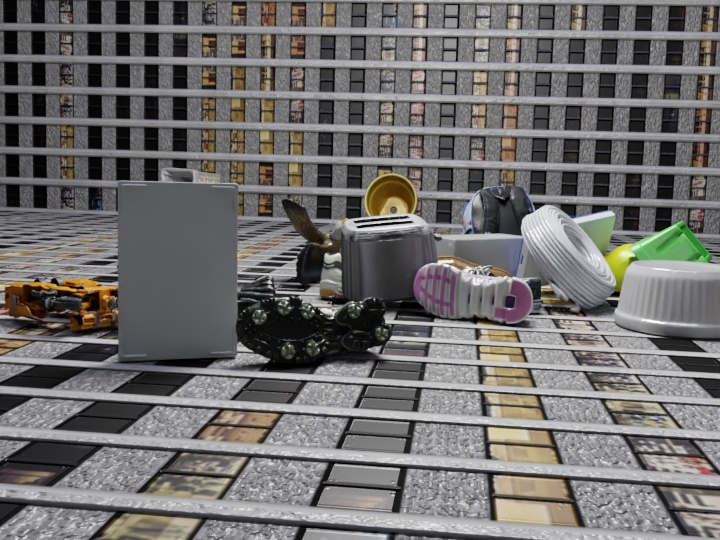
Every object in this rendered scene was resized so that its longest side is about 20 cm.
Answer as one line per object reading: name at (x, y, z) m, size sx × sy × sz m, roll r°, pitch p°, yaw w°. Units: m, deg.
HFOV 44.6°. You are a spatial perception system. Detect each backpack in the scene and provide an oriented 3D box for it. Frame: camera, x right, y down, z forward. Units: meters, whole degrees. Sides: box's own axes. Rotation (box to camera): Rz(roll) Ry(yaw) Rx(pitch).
backpack at (0.312, -0.088, 1.965) m, size 0.196 × 0.195 × 0.154 m, roll 0°, pitch -9°, yaw -16°

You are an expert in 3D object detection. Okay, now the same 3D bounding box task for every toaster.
toaster at (0.039, -0.018, 1.454) m, size 0.196 × 0.132 × 0.114 m, roll -6°, pitch 16°, yaw -6°

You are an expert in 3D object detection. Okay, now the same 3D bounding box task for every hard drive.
hard drive at (0.392, -0.038, 1.686) m, size 0.196 × 0.134 × 0.025 m, roll -12°, pitch 37°, yaw -23°

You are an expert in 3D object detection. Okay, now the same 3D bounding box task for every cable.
cable at (0.361, -0.026, 1.524) m, size 0.069 × 0.202 × 0.199 m, roll -42°, pitch -19°, yaw 25°

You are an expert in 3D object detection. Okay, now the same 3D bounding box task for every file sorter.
file sorter at (-0.228, -0.004, 1.065) m, size 0.136 × 0.205 × 0.124 m, roll -1°, pitch 5°, yaw -19°

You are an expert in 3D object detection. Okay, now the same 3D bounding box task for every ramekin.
ramekin at (0.491, 0.039, 1.339) m, size 0.198 × 0.096 × 0.202 m, roll 2°, pitch 7°, yaw 0°

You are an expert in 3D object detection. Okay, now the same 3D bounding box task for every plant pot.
plant pot at (0.119, -0.240, 3.273) m, size 0.196 × 0.205 × 0.189 m, roll 2°, pitch -9°, yaw 6°

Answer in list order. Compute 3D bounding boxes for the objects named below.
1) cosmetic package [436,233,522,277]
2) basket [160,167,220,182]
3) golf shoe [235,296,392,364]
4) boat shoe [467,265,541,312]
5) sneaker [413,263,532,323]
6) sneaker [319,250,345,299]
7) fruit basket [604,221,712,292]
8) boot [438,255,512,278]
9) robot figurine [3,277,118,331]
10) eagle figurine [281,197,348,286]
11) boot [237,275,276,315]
cosmetic package at (0.228, -0.015, 1.688) m, size 0.197 × 0.109 × 0.090 m, roll 0°, pitch 7°, yaw -32°
basket at (-0.675, -0.300, 3.475) m, size 0.195 × 0.205 × 0.160 m, roll 7°, pitch 6°, yaw 35°
golf shoe at (-0.061, 0.077, 1.056) m, size 0.196 × 0.079 × 0.088 m, roll 1°, pitch -14°, yaw -26°
boat shoe at (0.207, 0.028, 1.472) m, size 0.196 × 0.070 × 0.073 m, roll 5°, pitch 7°, yaw 32°
sneaker at (0.181, 0.039, 1.376) m, size 0.197 × 0.082 × 0.088 m, roll 10°, pitch 3°, yaw 24°
sneaker at (0.000, 0.000, 1.580) m, size 0.074 × 0.090 × 0.199 m, roll 3°, pitch 5°, yaw 30°
fruit basket at (0.552, 0.000, 1.673) m, size 0.214 × 0.156 × 0.216 m, roll -36°, pitch -12°, yaw -9°
boot at (0.178, 0.020, 1.562) m, size 0.195 × 0.075 × 0.076 m, roll 4°, pitch 16°, yaw 0°
robot figurine at (-0.399, 0.044, 1.218) m, size 0.197 × 0.060 × 0.144 m, roll 6°, pitch 8°, yaw 39°
eagle figurine at (-0.077, -0.052, 1.714) m, size 0.197 × 0.154 × 0.151 m, roll 6°, pitch 13°, yaw -38°
boot at (-0.205, 0.034, 1.247) m, size 0.155 × 0.081 × 0.211 m, roll -7°, pitch 20°, yaw -15°
